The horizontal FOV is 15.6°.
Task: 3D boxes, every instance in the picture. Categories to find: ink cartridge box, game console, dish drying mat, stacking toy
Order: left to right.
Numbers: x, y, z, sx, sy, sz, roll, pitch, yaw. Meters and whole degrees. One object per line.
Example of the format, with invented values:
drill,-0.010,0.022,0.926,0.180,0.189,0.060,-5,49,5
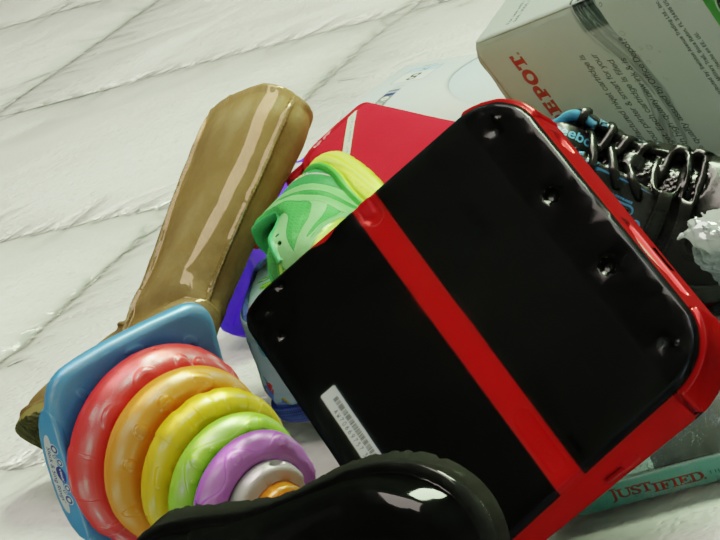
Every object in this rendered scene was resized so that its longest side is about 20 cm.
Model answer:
stacking toy,-0.062,0.106,1.296,0.110,0.116,0.200,-29,32,-28
dish drying mat,0.039,-0.056,1.455,0.077,0.018,0.200,-42,31,-21
ink cartridge box,0.043,-0.075,1.526,0.160,0.047,0.200,-5,21,38
game console,0.056,0.031,1.210,0.177,0.031,0.200,-42,54,8
ink cartridge box,0.183,-0.117,1.417,0.200,0.147,0.083,-17,29,45

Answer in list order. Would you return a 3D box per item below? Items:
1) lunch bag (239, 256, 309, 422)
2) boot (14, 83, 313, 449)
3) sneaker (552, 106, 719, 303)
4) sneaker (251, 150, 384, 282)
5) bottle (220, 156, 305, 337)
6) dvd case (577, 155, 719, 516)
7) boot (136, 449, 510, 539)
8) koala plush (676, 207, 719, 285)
lunch bag,0.034,0.012,1.481,0.199,0.083,0.161,-18,15,6
boot,-0.109,0.007,1.505,0.175,0.066,0.200,-20,44,49
sneaker,0.127,-0.034,1.262,0.199,0.082,0.073,-1,44,28
sneaker,0.000,0.000,1.365,0.083,0.074,0.200,-36,24,-8
bottle,-0.025,-0.032,1.697,0.065,0.084,0.200,-6,22,41
dvd case,0.162,0.022,1.261,0.146,0.022,0.200,-16,40,16
boot,-0.051,0.154,1.119,0.211,0.080,0.158,-18,11,34
koala plush,0.242,0.010,1.087,0.199,0.178,0.184,-11,38,18
